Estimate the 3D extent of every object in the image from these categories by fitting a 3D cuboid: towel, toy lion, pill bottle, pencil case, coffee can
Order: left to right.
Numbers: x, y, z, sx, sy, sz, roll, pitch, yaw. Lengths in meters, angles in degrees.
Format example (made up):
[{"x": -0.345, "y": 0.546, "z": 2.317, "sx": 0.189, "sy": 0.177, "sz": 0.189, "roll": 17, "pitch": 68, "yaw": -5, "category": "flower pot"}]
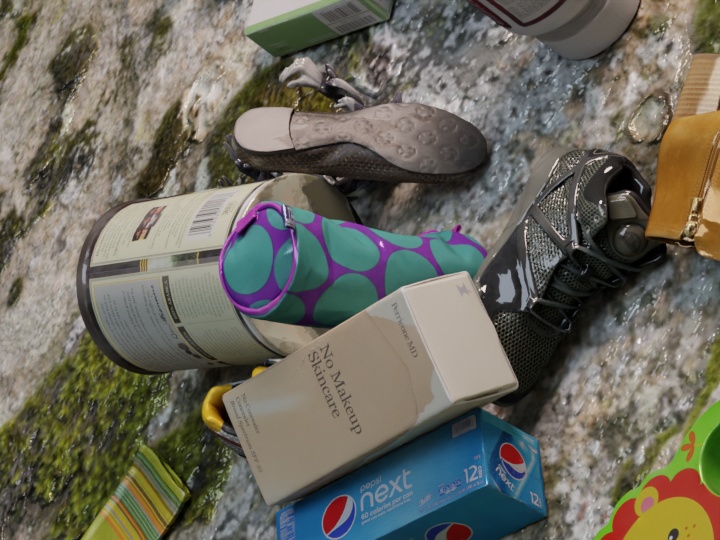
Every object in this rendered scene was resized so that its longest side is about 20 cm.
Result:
[{"x": -0.214, "y": 0.243, "z": 1.942, "sx": 0.200, "sy": 0.018, "sz": 0.086, "roll": -55, "pitch": 36, "yaw": 5, "category": "towel"}, {"x": -0.110, "y": 0.006, "z": 1.881, "sx": 0.200, "sy": 0.146, "sz": 0.147, "roll": -7, "pitch": 60, "yaw": 46, "category": "coffee can"}, {"x": 0.000, "y": 0.000, "z": 1.714, "sx": 0.085, "sy": 0.200, "sz": 0.093, "roll": -35, "pitch": 57, "yaw": 42, "category": "pencil case"}, {"x": 0.113, "y": -0.244, "z": 1.755, "sx": 0.109, "sy": 0.200, "sz": 0.110, "roll": -28, "pitch": 46, "yaw": 34, "category": "pill bottle"}, {"x": 0.219, "y": 0.166, "z": 1.470, "sx": 0.192, "sy": 0.069, "sz": 0.200, "roll": -4, "pitch": 62, "yaw": 56, "category": "toy lion"}]

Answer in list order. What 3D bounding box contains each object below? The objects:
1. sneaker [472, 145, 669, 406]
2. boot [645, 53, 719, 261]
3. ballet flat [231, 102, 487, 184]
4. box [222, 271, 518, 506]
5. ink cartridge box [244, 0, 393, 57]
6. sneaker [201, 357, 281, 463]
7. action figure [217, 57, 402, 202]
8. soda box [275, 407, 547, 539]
[{"x": 0.145, "y": 0.003, "z": 1.650, "sx": 0.114, "sy": 0.076, "sz": 0.200, "roll": 3, "pitch": 62, "yaw": 57, "category": "sneaker"}, {"x": 0.286, "y": -0.067, "z": 1.560, "sx": 0.201, "sy": 0.071, "sz": 0.144, "roll": 7, "pitch": 83, "yaw": 42, "category": "boot"}, {"x": -0.001, "y": -0.094, "z": 1.840, "sx": 0.200, "sy": 0.046, "sz": 0.067, "roll": 2, "pitch": 58, "yaw": 1, "category": "ballet flat"}, {"x": 0.005, "y": 0.085, "z": 1.658, "sx": 0.200, "sy": 0.078, "sz": 0.095, "roll": -34, "pitch": 76, "yaw": 39, "category": "box"}, {"x": -0.022, "y": -0.298, "z": 2.077, "sx": 0.145, "sy": 0.048, "sz": 0.200, "roll": -14, "pitch": 53, "yaw": 43, "category": "ink cartridge box"}, {"x": -0.040, "y": 0.105, "z": 1.785, "sx": 0.200, "sy": 0.082, "sz": 0.078, "roll": -20, "pitch": 50, "yaw": 38, "category": "sneaker"}, {"x": -0.038, "y": -0.103, "z": 1.915, "sx": 0.200, "sy": 0.102, "sz": 0.119, "roll": -23, "pitch": 37, "yaw": 40, "category": "action figure"}, {"x": 0.033, "y": 0.172, "z": 1.664, "sx": 0.200, "sy": 0.068, "sz": 0.064, "roll": -29, "pitch": 48, "yaw": 33, "category": "soda box"}]
